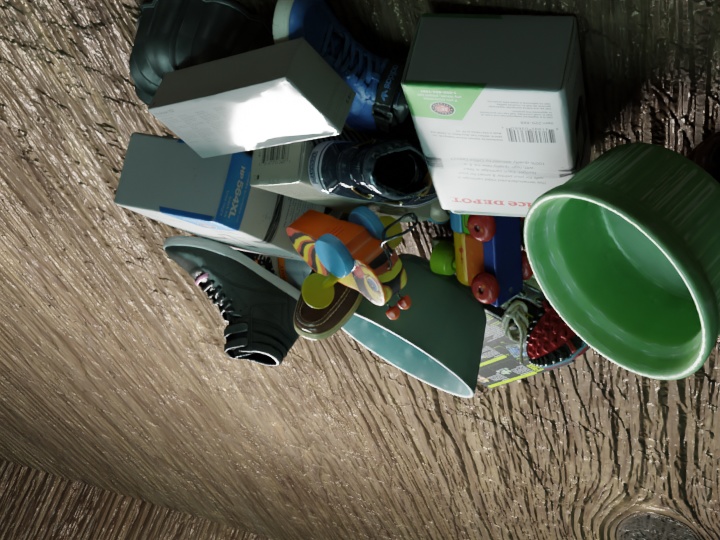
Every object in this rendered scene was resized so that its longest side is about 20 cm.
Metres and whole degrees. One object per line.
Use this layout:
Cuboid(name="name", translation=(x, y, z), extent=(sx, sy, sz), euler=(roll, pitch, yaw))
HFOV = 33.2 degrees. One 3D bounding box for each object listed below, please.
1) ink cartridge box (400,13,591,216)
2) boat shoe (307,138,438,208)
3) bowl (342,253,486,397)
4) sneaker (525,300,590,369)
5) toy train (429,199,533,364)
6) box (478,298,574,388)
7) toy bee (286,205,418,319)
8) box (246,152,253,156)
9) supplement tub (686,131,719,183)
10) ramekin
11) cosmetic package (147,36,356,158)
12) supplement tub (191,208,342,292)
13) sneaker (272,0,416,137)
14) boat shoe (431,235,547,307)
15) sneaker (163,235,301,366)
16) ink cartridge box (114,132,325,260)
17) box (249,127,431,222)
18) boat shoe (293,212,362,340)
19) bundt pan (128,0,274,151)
Cuboid(name="ink cartridge box", translation=(0.131, -0.138, 1.114), extent=(0.143, 0.085, 0.201), euler=(5, 151, 18))
Cuboid(name="boat shoe", translation=(0.048, -0.094, 1.191), extent=(0.198, 0.072, 0.090), euler=(-5, -171, -45))
Cuboid(name="bowl", translation=(0.071, 0.055, 1.430), extent=(0.199, 0.106, 0.201), euler=(30, 167, 7))
Cuboid(name="sneaker", translation=(0.274, 0.055, 1.335), extent=(0.199, 0.080, 0.095), euler=(-38, 134, 26))
Cuboid(name="toy train", translation=(0.125, 0.001, 1.332), extent=(0.115, 0.084, 0.203), euler=(15, 121, 40))
Cuboid(name="box", translation=(0.157, 0.081, 1.596), extent=(0.191, 0.048, 0.199), euler=(27, 154, -18))
Cuboid(name="toy bee", translation=(0.000, 0.000, 1.226), extent=(0.110, 0.130, 0.200), euler=(63, 174, -23))
Cuboid(name="box", translation=(-0.088, -0.129, 1.370), extent=(0.197, 0.039, 0.042), euler=(12, 157, 20))
Cuboid(name="supplement tub", translation=(0.328, -0.057, 1.109), extent=(0.105, 0.108, 0.200), euler=(21, 156, -1))
Cuboid(name="ramekin", translation=(0.248, -0.013, 1.060), extent=(0.199, 0.097, 0.201), euler=(40, 154, 23))
Cuboid(name="cosmetic package", translation=(-0.104, -0.158, 1.127), extent=(0.198, 0.051, 0.082), euler=(-3, 148, 44))
Cuboid(name="supplement tub", translation=(-0.104, -0.029, 1.487), extent=(0.197, 0.124, 0.123), euler=(5, 151, 31))
Cuboid(name="sneaker", translation=(0.000, -0.191, 1.127), extent=(0.110, 0.078, 0.200), euler=(14, 159, 27))
Cuboid(name="boat shoe", translation=(0.172, 0.011, 1.393), extent=(0.198, 0.067, 0.072), euler=(15, -170, 7))
Cuboid(name="sneaker", translation=(-0.151, 0.040, 1.396), extent=(0.198, 0.100, 0.071), euler=(30, 155, -16))
Cuboid(name="ink cartridge box", translation=(-0.150, -0.078, 1.338), extent=(0.144, 0.086, 0.199), euler=(10, 173, 31))
Cuboid(name="box", translation=(-0.015, -0.101, 1.249), extent=(0.081, 0.070, 0.198), euler=(1, 172, 42))
Cuboid(name="boat shoe", translation=(-0.021, -0.017, 1.356), extent=(0.071, 0.201, 0.072), euler=(19, 151, 26))
Cuboid(name="bundt pan", translation=(-0.154, -0.193, 1.252), extent=(0.199, 0.077, 0.203), euler=(18, 156, 8))
